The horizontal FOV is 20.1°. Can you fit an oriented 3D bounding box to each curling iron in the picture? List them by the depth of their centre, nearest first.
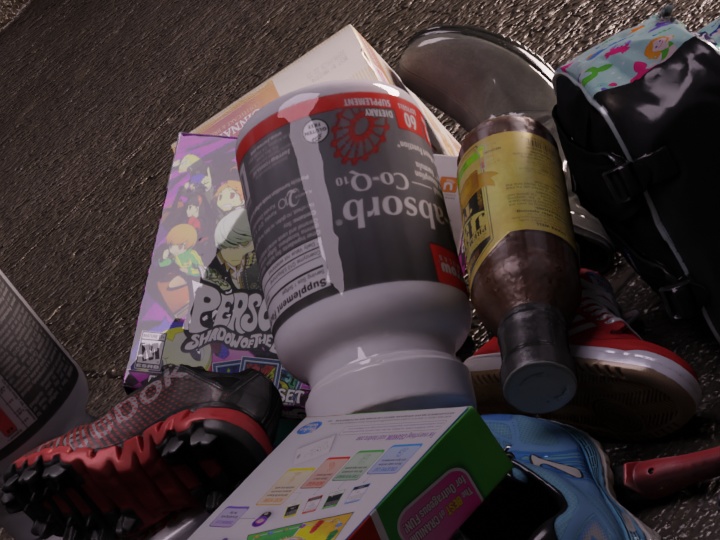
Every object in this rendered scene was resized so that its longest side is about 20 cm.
[{"bbox_3d":[0.149,0.115,1.063,0.200,0.026,0.050,-13,30,47],"label":"curling iron"}]

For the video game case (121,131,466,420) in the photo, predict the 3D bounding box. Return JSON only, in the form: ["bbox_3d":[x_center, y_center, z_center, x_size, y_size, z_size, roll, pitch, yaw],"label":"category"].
[{"bbox_3d":[-0.035,0.006,1.280,0.200,0.036,0.181,6,67,12],"label":"video game case"}]

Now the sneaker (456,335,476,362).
[{"bbox_3d":[0.028,0.050,1.346,0.200,0.077,0.080,-89,18,-54],"label":"sneaker"}]

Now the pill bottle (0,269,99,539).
[{"bbox_3d":[-0.247,0.070,1.295,0.116,0.200,0.116,-31,21,13],"label":"pill bottle"}]

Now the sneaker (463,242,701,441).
[{"bbox_3d":[0.141,0.037,1.175,0.112,0.071,0.200,-51,23,-24],"label":"sneaker"}]

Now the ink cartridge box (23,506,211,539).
[{"bbox_3d":[-0.134,0.174,1.298,0.145,0.084,0.200,-37,21,1],"label":"ink cartridge box"}]

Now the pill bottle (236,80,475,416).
[{"bbox_3d":[0.000,0.000,1.185,0.116,0.116,0.200,-26,64,27],"label":"pill bottle"}]

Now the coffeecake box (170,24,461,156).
[{"bbox_3d":[-0.014,-0.062,1.435,0.153,0.200,0.073,-32,57,11],"label":"coffeecake box"}]

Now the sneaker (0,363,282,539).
[{"bbox_3d":[-0.126,0.107,1.216,0.200,0.071,0.098,-18,28,31],"label":"sneaker"}]

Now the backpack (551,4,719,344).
[{"bbox_3d":[0.193,-0.063,1.158,0.151,0.178,0.200,-30,12,-4],"label":"backpack"}]

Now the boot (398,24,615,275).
[{"bbox_3d":[0.097,-0.082,1.350,0.131,0.200,0.068,-54,-13,-44],"label":"boot"}]

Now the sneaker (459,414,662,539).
[{"bbox_3d":[0.085,0.114,1.045,0.078,0.090,0.200,-56,24,4],"label":"sneaker"}]

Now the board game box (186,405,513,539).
[{"bbox_3d":[-0.039,0.147,0.992,0.200,0.040,0.153,-44,19,-29],"label":"board game box"}]

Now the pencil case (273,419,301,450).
[{"bbox_3d":[-0.068,0.069,1.391,0.200,0.092,0.085,-153,73,-73],"label":"pencil case"}]

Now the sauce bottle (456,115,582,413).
[{"bbox_3d":[0.091,-0.006,1.135,0.065,0.065,0.200,-29,36,20],"label":"sauce bottle"}]

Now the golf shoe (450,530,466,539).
[{"bbox_3d":[0.025,0.166,1.092,0.092,0.075,0.200,-39,20,5],"label":"golf shoe"}]
